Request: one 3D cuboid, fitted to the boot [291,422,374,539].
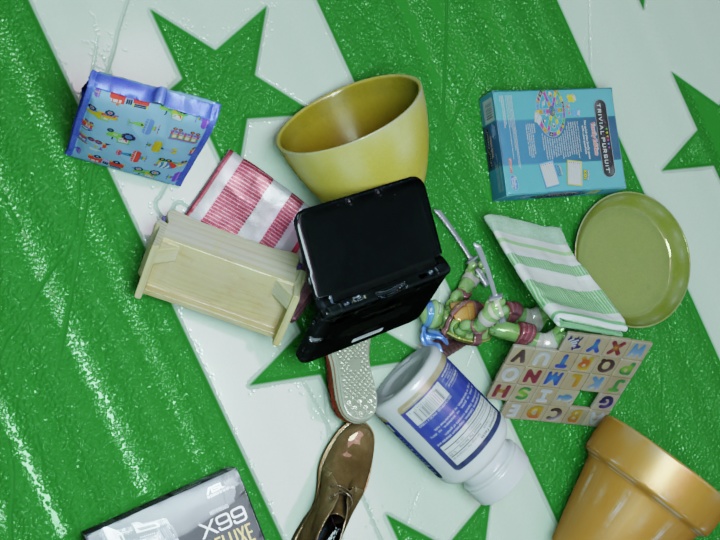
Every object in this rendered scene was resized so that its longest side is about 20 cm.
[{"bbox_3d":[-0.024,0.286,1.388,0.073,0.075,0.201,26,74,-13],"label":"boot"}]

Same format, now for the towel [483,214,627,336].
[{"bbox_3d":[0.266,0.004,1.480,0.152,0.023,0.201,9,40,-37],"label":"towel"}]

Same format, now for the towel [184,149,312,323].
[{"bbox_3d":[-0.127,-0.046,1.421,0.199,0.023,0.145,36,72,-12],"label":"towel"}]

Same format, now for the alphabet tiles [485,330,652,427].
[{"bbox_3d":[0.278,0.148,1.489,0.198,0.168,0.008,8,38,-19],"label":"alphabet tiles"}]

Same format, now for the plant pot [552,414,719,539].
[{"bbox_3d":[0.362,0.329,1.473,0.200,0.200,0.184,37,87,-12],"label":"plant pot"}]

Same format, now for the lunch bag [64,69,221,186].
[{"bbox_3d":[-0.258,-0.179,1.294,0.150,0.200,0.095,15,79,-18],"label":"lunch bag"}]

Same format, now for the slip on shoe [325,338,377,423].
[{"bbox_3d":[-0.019,0.104,1.422,0.074,0.061,0.202,1,69,-22],"label":"slip on shoe"}]

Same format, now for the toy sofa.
[{"bbox_3d":[-0.172,0.009,1.357,0.199,0.098,0.083,19,119,-11],"label":"toy sofa"}]

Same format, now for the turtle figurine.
[{"bbox_3d":[0.185,0.033,1.463,0.193,0.144,0.202,16,81,-21],"label":"turtle figurine"}]

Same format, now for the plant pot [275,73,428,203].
[{"bbox_3d":[0.009,-0.143,1.412,0.200,0.200,0.143,-35,120,-21],"label":"plant pot"}]

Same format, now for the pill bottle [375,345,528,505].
[{"bbox_3d":[0.121,0.207,1.427,0.200,0.120,0.120,46,71,-10],"label":"pill bottle"}]

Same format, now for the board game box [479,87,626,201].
[{"bbox_3d":[0.278,-0.183,1.575,0.198,0.047,0.152,-5,84,-21],"label":"board game box"}]

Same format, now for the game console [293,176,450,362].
[{"bbox_3d":[0.000,0.000,1.350,0.199,0.176,0.117,-19,64,-33],"label":"game console"}]

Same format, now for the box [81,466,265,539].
[{"bbox_3d":[-0.215,0.350,1.321,0.199,0.050,0.159,-20,90,-21],"label":"box"}]

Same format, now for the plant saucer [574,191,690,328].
[{"bbox_3d":[0.395,-0.015,1.605,0.198,0.031,0.202,3,81,-20],"label":"plant saucer"}]
